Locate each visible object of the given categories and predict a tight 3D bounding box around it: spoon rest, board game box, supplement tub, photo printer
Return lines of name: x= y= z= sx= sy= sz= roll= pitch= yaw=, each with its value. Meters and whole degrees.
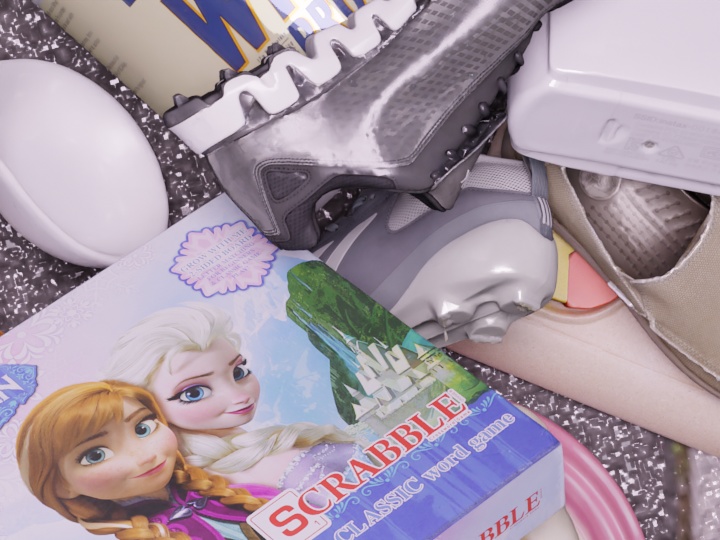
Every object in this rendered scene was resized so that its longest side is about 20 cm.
spoon rest: x=-0.157 y=-0.052 z=1.179 sx=0.061 sy=0.200 sz=0.099 roll=-36 pitch=59 yaw=37
board game box: x=-0.062 y=0.077 z=1.065 sx=0.200 sy=0.041 sz=0.199 roll=-35 pitch=51 yaw=-26
supplement tub: x=-0.055 y=-0.134 z=1.181 sx=0.200 sy=0.145 sz=0.145 roll=42 pitch=92 yaw=-5
photo printer: x=0.143 y=-0.129 z=1.183 sx=0.166 sy=0.069 sz=0.200 roll=11 pitch=54 yaw=-10

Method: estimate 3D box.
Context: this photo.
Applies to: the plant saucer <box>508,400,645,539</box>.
plant saucer: x=0.035 y=0.154 z=1.254 sx=0.200 sy=0.051 sz=0.201 roll=0 pitch=94 yaw=-3

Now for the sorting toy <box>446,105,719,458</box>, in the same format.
sorting toy: x=0.147 y=-0.028 z=1.251 sx=0.185 sy=0.036 sz=0.200 roll=22 pitch=94 yaw=-4

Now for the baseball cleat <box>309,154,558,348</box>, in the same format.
baseball cleat: x=0.000 y=0.000 z=1.223 sx=0.200 sy=0.070 sz=0.107 roll=-17 pitch=60 yaw=28

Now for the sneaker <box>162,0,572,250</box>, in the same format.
sneaker: x=0.030 y=-0.073 z=1.087 sx=0.200 sy=0.066 sz=0.091 roll=-29 pitch=96 yaw=-2

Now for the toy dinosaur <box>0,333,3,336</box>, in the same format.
toy dinosaur: x=-0.204 y=0.014 z=1.175 sx=0.200 sy=0.136 sz=0.102 roll=21 pitch=115 yaw=31

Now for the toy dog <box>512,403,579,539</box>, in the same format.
toy dog: x=0.033 y=0.157 z=1.129 sx=0.139 sy=0.200 sz=0.194 roll=-14 pitch=94 yaw=0

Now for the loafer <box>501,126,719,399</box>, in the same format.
loafer: x=0.143 y=-0.002 z=1.202 sx=0.200 sy=0.068 sz=0.076 roll=38 pitch=90 yaw=-2
